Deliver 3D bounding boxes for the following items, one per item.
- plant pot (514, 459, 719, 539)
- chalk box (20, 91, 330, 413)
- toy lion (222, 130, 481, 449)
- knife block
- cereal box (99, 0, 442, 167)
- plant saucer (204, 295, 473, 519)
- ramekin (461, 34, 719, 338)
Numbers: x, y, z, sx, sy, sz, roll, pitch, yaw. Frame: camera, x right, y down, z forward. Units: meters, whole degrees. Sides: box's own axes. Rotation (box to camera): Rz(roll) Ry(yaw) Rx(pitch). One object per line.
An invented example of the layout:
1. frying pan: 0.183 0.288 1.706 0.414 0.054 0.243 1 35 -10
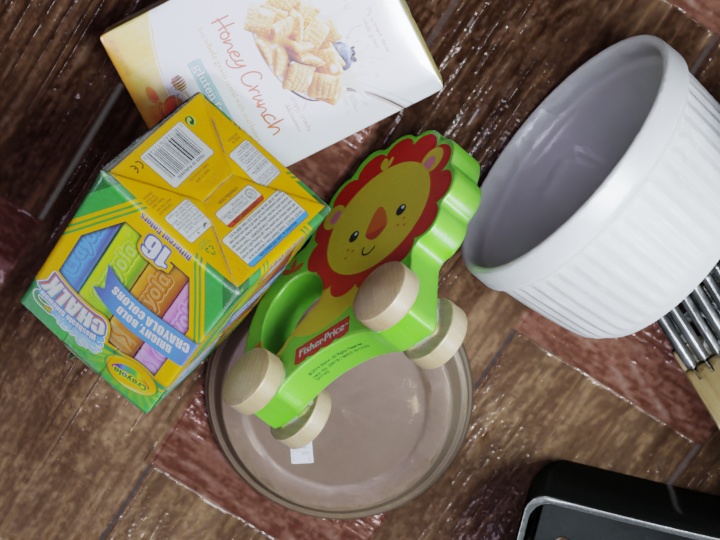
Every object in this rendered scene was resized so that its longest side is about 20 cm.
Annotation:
1. plant pot: 0.188 0.238 1.433 0.199 0.177 0.200 13 107 -2
2. chalk box: -0.137 0.002 1.381 0.124 0.125 0.200 41 134 3
3. toy lion: 0.000 0.000 1.378 0.200 0.192 0.069 -33 125 30
4. knife block: 0.264 0.069 1.416 0.064 0.176 0.200 -31 127 8
5. cereal box: -0.061 -0.148 1.406 0.200 0.040 0.144 -27 104 9
6. plant saucer: -0.016 0.094 1.478 0.200 0.029 0.200 1 107 2
7. ramekin: 0.171 -0.048 1.347 0.105 0.200 0.200 37 104 -17
